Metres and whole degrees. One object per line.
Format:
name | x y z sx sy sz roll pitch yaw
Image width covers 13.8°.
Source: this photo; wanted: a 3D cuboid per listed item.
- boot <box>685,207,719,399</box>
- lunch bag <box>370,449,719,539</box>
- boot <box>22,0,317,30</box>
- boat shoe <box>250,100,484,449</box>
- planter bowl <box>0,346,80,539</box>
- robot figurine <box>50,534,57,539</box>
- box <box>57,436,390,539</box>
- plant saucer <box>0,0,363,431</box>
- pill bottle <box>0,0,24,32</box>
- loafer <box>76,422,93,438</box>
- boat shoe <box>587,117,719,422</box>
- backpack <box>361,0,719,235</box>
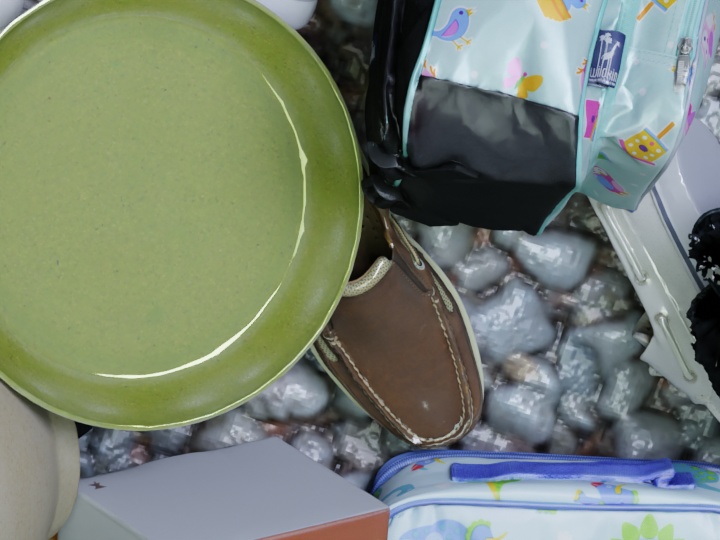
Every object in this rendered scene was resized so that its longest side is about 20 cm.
boot | 0.230 0.047 1.358 0.168 0.076 0.201 -23 103 -37
lunch bag | 0.096 0.165 1.432 0.199 0.082 0.161 1 106 0
boot | -0.125 -0.122 1.366 0.199 0.074 0.096 21 111 3
boat shoe | -0.006 0.003 1.390 0.075 0.075 0.203 -30 103 8
planter bowl | -0.212 0.088 1.330 0.200 0.135 0.201 17 115 39
robot figurine | -0.206 0.164 1.444 0.199 0.058 0.145 11 103 -3
box | -0.069 0.195 1.393 0.124 0.097 0.201 -10 114 -36
plant saucer | -0.096 -0.031 1.306 0.199 0.031 0.201 -2 97 -21
pill bottle | -0.254 -0.142 1.301 0.199 0.116 0.117 10 107 24
loafer | -0.177 -0.008 1.398 0.068 0.070 0.201 -41 121 -31
boat shoe | 0.164 0.025 1.408 0.070 0.071 0.200 -17 111 33
backpack | 0.083 -0.124 1.298 0.153 0.176 0.201 5 80 1
